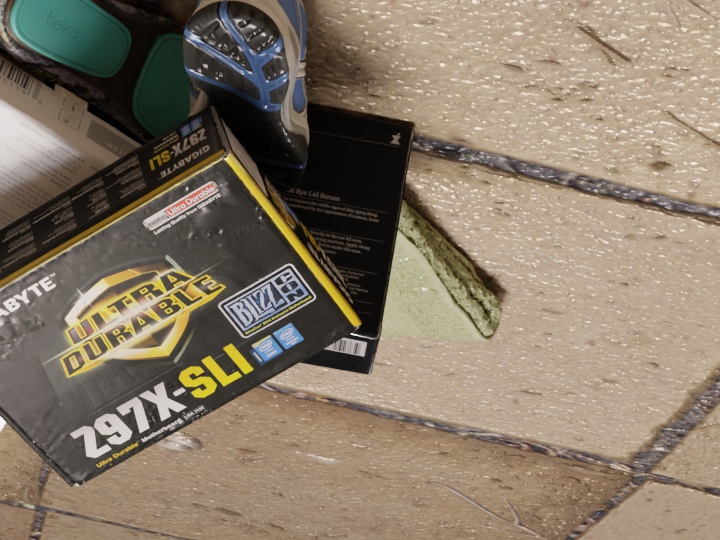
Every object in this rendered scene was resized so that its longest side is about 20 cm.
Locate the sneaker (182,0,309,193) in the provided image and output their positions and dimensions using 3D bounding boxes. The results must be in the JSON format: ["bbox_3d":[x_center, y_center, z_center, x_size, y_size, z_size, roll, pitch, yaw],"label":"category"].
[{"bbox_3d":[-0.057,-0.109,1.300,0.075,0.077,0.200,13,151,0],"label":"sneaker"}]

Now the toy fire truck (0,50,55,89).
[{"bbox_3d":[-0.263,-0.028,1.422,0.175,0.202,0.128,-5,174,25],"label":"toy fire truck"}]

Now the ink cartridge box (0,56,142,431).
[{"bbox_3d":[-0.221,-0.019,1.347,0.160,0.050,0.200,32,118,-15],"label":"ink cartridge box"}]

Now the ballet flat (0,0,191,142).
[{"bbox_3d":[-0.140,-0.123,1.359,0.072,0.073,0.200,-10,150,40],"label":"ballet flat"}]

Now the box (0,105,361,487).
[{"bbox_3d":[-0.122,0.019,1.318,0.199,0.050,0.160,-29,134,9],"label":"box"}]

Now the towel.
[{"bbox_3d":[0.000,0.000,1.608,0.147,0.037,0.200,-1,155,27],"label":"towel"}]

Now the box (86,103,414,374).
[{"bbox_3d":[-0.077,-0.029,1.438,0.198,0.142,0.079,10,160,0],"label":"box"}]
